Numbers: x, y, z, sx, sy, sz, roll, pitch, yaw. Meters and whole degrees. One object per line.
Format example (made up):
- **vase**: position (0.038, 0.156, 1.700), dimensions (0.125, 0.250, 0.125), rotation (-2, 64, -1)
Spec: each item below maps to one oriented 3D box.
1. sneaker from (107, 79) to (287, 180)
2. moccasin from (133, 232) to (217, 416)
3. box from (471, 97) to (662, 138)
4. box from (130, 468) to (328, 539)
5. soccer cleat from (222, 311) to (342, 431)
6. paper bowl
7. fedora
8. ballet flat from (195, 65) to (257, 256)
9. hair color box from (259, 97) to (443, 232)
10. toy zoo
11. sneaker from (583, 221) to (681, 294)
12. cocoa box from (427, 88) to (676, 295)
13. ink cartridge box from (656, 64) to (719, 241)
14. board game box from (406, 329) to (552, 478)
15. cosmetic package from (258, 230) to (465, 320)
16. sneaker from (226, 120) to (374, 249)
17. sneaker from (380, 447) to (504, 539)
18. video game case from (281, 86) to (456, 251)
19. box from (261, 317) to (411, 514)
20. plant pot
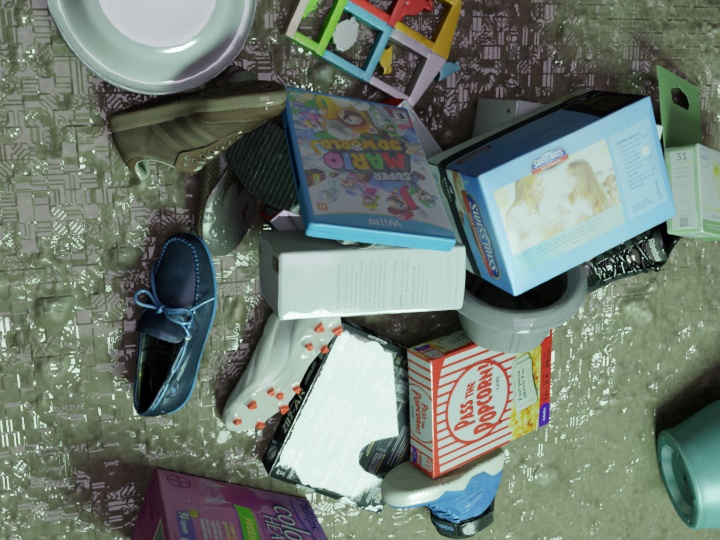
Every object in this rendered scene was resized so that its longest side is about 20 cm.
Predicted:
- **sneaker**: position (-0.155, -0.138, 0.813), dimensions (0.198, 0.071, 0.076), rotation (-4, 115, 24)
- **moccasin**: position (-0.198, 0.062, 0.865), dimensions (0.080, 0.068, 0.202), rotation (10, 101, 22)
- **box**: position (0.236, -0.127, 0.967), dimensions (0.198, 0.097, 0.126), rotation (5, 102, -20)
- **box**: position (-0.139, 0.318, 0.900), dimensions (0.198, 0.176, 0.098), rotation (19, 97, -21)
- **soccer cleat**: position (-0.094, 0.100, 0.930), dimensions (0.069, 0.078, 0.200), rotation (19, 116, -46)
- **paper bowl**: position (-0.198, -0.271, 0.784), dimensions (0.198, 0.104, 0.203), rotation (-4, 102, -18)
- **fedora**: position (0.167, 0.022, 0.954), dimensions (0.175, 0.201, 0.091), rotation (-4, 131, -8)
- **ballet flat**: position (-0.145, -0.116, 0.874), dimensions (0.067, 0.046, 0.202), rotation (-7, 112, -40)
- **hair color box**: position (-0.001, -0.086, 0.915), dimensions (0.200, 0.064, 0.111), rotation (-42, 112, -7)
- **toy zoo**: position (0.028, -0.271, 0.904), dimensions (0.199, 0.020, 0.132), rotation (24, 94, -22)
- **sneaker**: position (0.325, -0.024, 1.022), dimensions (0.199, 0.098, 0.071), rotation (-33, 112, -8)
- **cocoa box**: position (0.194, -0.086, 0.839), dimensions (0.198, 0.131, 0.135), rotation (-25, 111, -11)
- **ink cartridge box**: position (0.411, -0.140, 0.990), dimensions (0.145, 0.048, 0.203), rotation (3, 86, -49)
- **board game box**: position (0.148, 0.143, 0.993), dimensions (0.198, 0.046, 0.153), rotation (-16, 113, -32)
- **cosmetic package**: position (0.000, 0.000, 0.848), dimensions (0.198, 0.102, 0.075), rotation (-4, 105, -17)
- **sneaker**: position (-0.048, -0.090, 0.836), dimensions (0.199, 0.088, 0.074), rotation (37, 109, 11)
- **sneaker**: position (0.102, 0.288, 1.008), dimensions (0.199, 0.076, 0.113), rotation (-8, 107, -45)
- **video game case**: position (0.002, -0.101, 0.785), dimensions (0.142, 0.201, 0.018), rotation (6, 135, -21)
- **box**: position (-0.005, 0.175, 0.984), dimensions (0.159, 0.044, 0.202), rotation (24, 94, -22)
- **plant pot**: position (0.517, 0.264, 1.113), dimensions (0.186, 0.200, 0.202), rotation (-14, 107, 1)
